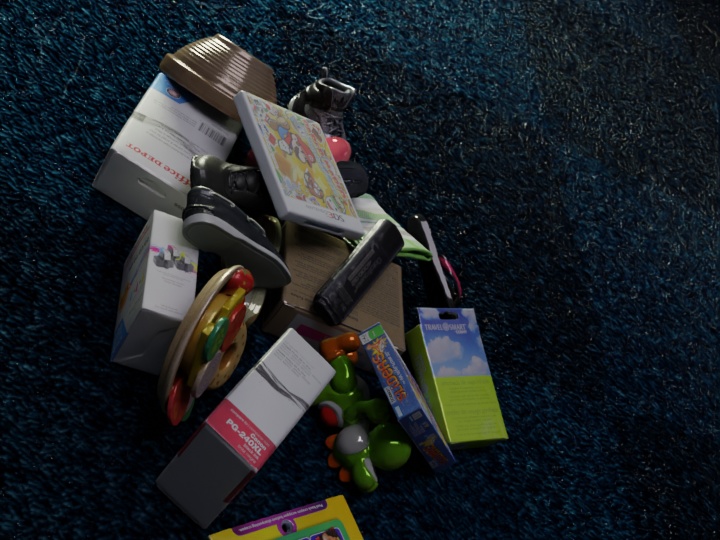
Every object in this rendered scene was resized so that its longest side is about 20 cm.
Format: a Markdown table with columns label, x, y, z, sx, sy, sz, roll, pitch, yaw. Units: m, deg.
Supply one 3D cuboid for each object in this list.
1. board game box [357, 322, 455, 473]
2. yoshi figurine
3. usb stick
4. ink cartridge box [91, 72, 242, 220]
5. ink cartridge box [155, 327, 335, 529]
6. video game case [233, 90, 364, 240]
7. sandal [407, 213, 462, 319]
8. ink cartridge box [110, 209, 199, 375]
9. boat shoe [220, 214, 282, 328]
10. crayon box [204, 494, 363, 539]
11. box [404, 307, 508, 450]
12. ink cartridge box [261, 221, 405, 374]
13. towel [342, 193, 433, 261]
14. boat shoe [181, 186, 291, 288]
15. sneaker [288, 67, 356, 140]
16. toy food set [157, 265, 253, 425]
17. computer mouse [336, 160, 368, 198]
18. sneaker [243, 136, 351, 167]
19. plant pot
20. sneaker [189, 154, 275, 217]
| label | x | y | z | sx | sy | sz | roll | pitch | yaw |
| --- | --- | --- | --- | --- | --- | --- | --- | --- | --- |
| board game box | 0.063 | 0.171 | 1.351 | 0.136 | 0.034 | 0.201 | 64 | 3 | 35 |
| yoshi figurine | 0.009 | 0.186 | 1.345 | 0.111 | 0.111 | 0.203 | 11 | 55 | -45 |
| usb stick | 0.000 | 0.000 | 1.419 | 0.056 | 0.032 | 0.200 | 53 | 47 | -16 |
| ink cartridge box | -0.269 | -0.164 | 1.446 | 0.143 | 0.084 | 0.201 | 31 | 40 | -13 |
| ink cartridge box | -0.130 | 0.181 | 1.200 | 0.083 | 0.146 | 0.200 | 41 | 39 | 2 |
| video game case | -0.083 | -0.144 | 1.432 | 0.181 | 0.023 | 0.202 | 14 | 48 | -55 |
| sandal | 0.125 | 0.006 | 1.587 | 0.044 | 0.075 | 0.203 | -14 | 85 | -22 |
| ink cartridge box | -0.253 | 0.011 | 1.278 | 0.067 | 0.115 | 0.202 | 19 | 43 | -23 |
| boat shoe | -0.158 | -0.010 | 1.408 | 0.066 | 0.074 | 0.202 | 31 | 40 | -21 |
| crayon box | -0.069 | 0.364 | 1.156 | 0.198 | 0.058 | 0.174 | -6 | 60 | -42 |
| box | 0.137 | 0.157 | 1.495 | 0.121 | 0.048 | 0.203 | 3 | 64 | -38 |
| ink cartridge box | -0.037 | 0.038 | 1.463 | 0.198 | 0.075 | 0.166 | 24 | 43 | -22 |
| towel | 0.009 | -0.078 | 1.577 | 0.147 | 0.031 | 0.200 | 6 | 24 | -36 |
| boat shoe | -0.151 | -0.040 | 1.300 | 0.200 | 0.075 | 0.061 | 45 | 36 | -52 |
| sneaker | -0.047 | -0.236 | 1.672 | 0.075 | 0.114 | 0.202 | -3 | 57 | -40 |
| toy food set | -0.179 | 0.089 | 1.208 | 0.048 | 0.202 | 0.198 | 26 | 36 | 5 |
| computer mouse | -0.040 | -0.133 | 1.541 | 0.199 | 0.034 | 0.060 | -15 | 106 | -58 |
| sneaker | -0.091 | -0.174 | 1.563 | 0.198 | 0.087 | 0.074 | -21 | 58 | -30 |
| plant pot | -0.197 | -0.291 | 1.544 | 0.199 | 0.093 | 0.201 | 32 | 6 | -4 |
| sneaker | -0.161 | -0.117 | 1.380 | 0.200 | 0.089 | 0.077 | 8 | 77 | -69 |
